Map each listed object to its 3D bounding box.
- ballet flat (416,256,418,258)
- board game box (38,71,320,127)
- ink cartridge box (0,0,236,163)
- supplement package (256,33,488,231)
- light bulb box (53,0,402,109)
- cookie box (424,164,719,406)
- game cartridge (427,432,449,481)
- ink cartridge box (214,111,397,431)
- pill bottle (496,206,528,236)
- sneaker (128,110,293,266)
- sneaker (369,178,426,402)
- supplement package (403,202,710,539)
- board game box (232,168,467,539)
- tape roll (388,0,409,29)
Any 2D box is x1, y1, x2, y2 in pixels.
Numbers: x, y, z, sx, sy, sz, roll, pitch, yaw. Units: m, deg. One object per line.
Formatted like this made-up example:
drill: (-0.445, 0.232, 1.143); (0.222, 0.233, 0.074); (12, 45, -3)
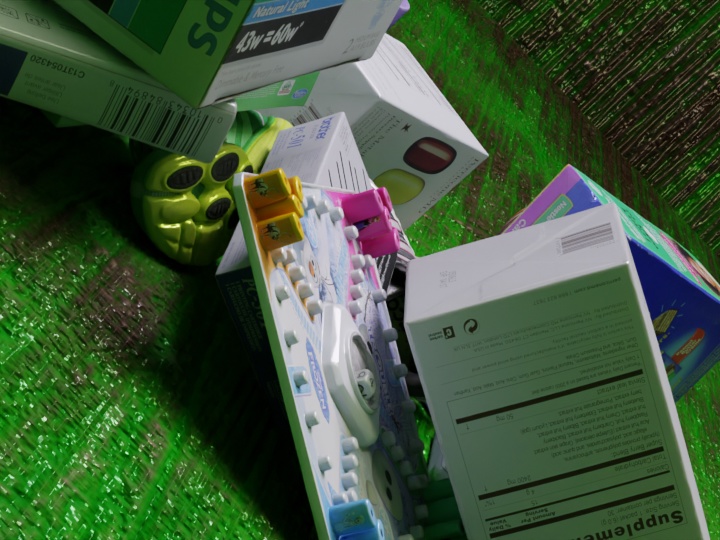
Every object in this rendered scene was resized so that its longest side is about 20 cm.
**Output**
ballet flat: (0.102, 0.045, 1.800); (0.200, 0.062, 0.068); (44, 11, -14)
board game box: (-0.132, -0.135, 1.431); (0.135, 0.029, 0.199); (43, 30, 27)
ink cartridge box: (-0.173, -0.146, 1.335); (0.195, 0.043, 0.200); (17, 26, -24)
supplement package: (-0.016, -0.099, 1.723); (0.110, 0.114, 0.200); (54, 14, 21)
light bulb box: (-0.084, -0.200, 1.333); (0.200, 0.125, 0.198); (37, 26, 16)
cookie box: (0.139, 0.044, 1.671); (0.075, 0.171, 0.200); (51, 11, 33)
game cartridge: (0.119, 0.168, 1.523); (0.200, 0.041, 0.133); (46, 8, -6)
ink cartridge box: (-0.025, -0.003, 1.382); (0.200, 0.044, 0.095); (-72, 143, -64)
pill bottle: (0.142, 0.014, 1.924); (0.113, 0.113, 0.200); (46, 12, -1)
sneaker: (-0.097, -0.054, 1.443); (0.083, 0.075, 0.200); (21, 13, 8)
sneaker: (0.000, 0.000, 1.550); (0.200, 0.074, 0.087); (52, 6, 2)
supplement package: (0.106, 0.087, 1.339); (0.121, 0.119, 0.201); (-84, 158, -74)
board game box: (0.001, 0.050, 1.290); (0.200, 0.026, 0.202); (4, 71, -74)
tape roll: (-0.062, -0.230, 1.831); (0.200, 0.085, 0.200); (45, 12, -12)
